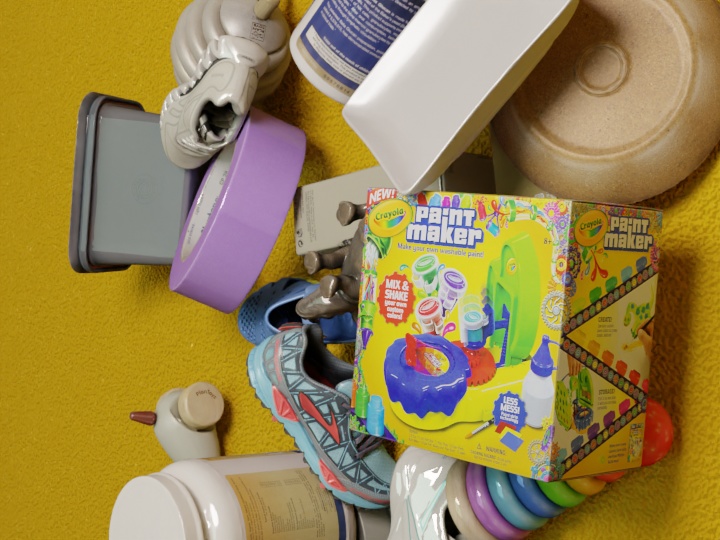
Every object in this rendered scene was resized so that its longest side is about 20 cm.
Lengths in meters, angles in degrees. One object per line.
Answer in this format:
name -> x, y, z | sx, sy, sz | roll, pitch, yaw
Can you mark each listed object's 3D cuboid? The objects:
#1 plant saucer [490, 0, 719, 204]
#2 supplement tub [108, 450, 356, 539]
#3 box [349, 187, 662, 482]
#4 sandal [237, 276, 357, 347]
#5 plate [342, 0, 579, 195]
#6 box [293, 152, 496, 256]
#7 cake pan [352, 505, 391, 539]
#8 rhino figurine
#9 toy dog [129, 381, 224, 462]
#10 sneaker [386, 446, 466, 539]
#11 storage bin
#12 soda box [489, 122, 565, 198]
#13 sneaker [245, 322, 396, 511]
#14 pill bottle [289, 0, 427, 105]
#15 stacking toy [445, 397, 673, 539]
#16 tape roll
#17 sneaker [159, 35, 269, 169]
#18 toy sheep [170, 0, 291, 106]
plant saucer -> 0.189, -0.152, 0.966 | 0.198, 0.035, 0.203 | -2, 83, 20
supplement tub -> -0.117, 0.244, 1.157 | 0.143, 0.198, 0.146 | -3, 85, 46
box -> 0.107, 0.040, 0.949 | 0.199, 0.121, 0.195 | 6, 93, 45
sandal -> -0.064, 0.043, 1.248 | 0.199, 0.086, 0.081 | -8, 84, 48
plate -> 0.078, -0.164, 0.987 | 0.200, 0.032, 0.200 | -51, 28, 11
box -> 0.029, -0.058, 1.158 | 0.199, 0.082, 0.069 | -10, 80, 47
cake pan -> -0.040, 0.274, 1.247 | 0.199, 0.036, 0.203 | -3, 85, 46
rhino figurine -> 0.000, 0.000, 1.092 | 0.200, 0.087, 0.060 | -52, 50, 49
toy dog -> -0.195, 0.215, 1.361 | 0.132, 0.095, 0.202 | -57, 48, 47
sneaker -> 0.059, 0.261, 1.121 | 0.080, 0.070, 0.203 | 15, 99, 43
storage bin -> -0.231, -0.090, 1.409 | 0.133, 0.145, 0.203 | 7, 94, 19
soda box -> 0.149, -0.145, 1.044 | 0.064, 0.067, 0.203 | -14, 78, 45
sneaker -> -0.018, 0.135, 1.157 | 0.095, 0.079, 0.200 | -39, 95, 31
pill bottle -> 0.029, -0.255, 1.145 | 0.200, 0.110, 0.112 | -50, 55, 33
stacking toy -> 0.165, 0.156, 1.014 | 0.199, 0.085, 0.086 | -34, 64, 33
tape roll -> -0.125, -0.061, 1.261 | 0.201, 0.065, 0.201 | -59, 17, 30
sneaker -> -0.155, -0.150, 1.247 | 0.200, 0.074, 0.082 | 135, 145, -54
toy sheep -> -0.132, -0.237, 1.303 | 0.200, 0.136, 0.139 | -44, 57, 58
